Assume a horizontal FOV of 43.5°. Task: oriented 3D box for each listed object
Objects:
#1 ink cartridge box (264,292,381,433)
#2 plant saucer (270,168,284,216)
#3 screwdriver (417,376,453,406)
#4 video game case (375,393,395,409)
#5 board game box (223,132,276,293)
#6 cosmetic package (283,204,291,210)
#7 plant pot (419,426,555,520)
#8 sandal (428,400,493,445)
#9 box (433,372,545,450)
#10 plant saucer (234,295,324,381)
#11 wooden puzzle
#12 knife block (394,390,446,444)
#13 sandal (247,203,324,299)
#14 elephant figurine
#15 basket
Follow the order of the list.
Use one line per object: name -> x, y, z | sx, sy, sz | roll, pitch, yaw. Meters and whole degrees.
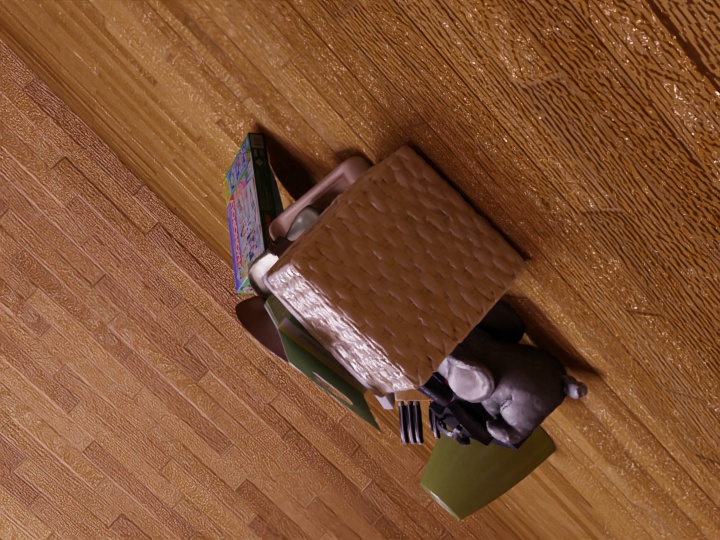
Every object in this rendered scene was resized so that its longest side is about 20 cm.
ink cartridge box -> -0.035, 0.096, 1.067 | 0.145, 0.048, 0.200 | 40, -178, -21
plant saucer -> -0.149, -0.072, 1.449 | 0.201, 0.039, 0.202 | -11, -90, -88
screwdriver -> 0.040, 0.114, 1.177 | 0.200, 0.028, 0.029 | 36, 163, -9
video game case -> 0.032, 0.115, 1.522 | 0.022, 0.182, 0.200 | -4, 151, 14
board game box -> -0.163, -0.084, 1.342 | 0.135, 0.029, 0.200 | -47, 47, 52
cosmetic package -> -0.068, -0.019, 1.575 | 0.200, 0.074, 0.102 | 36, 167, 28
plant pot -> 0.201, 0.325, 1.567 | 0.187, 0.200, 0.187 | 42, 169, 10
sandal -> 0.135, 0.220, 1.264 | 0.076, 0.043, 0.200 | 43, 172, 0
box -> 0.164, 0.142, 1.256 | 0.200, 0.106, 0.122 | 43, 171, -1
plant saucer -> -0.077, 0.086, 1.239 | 0.200, 0.037, 0.200 | 30, -168, -7
wooden puzzle -> -0.011, -0.026, 1.138 | 0.200, 0.037, 0.185 | -33, 90, 45
knife block -> 0.083, 0.177, 1.482 | 0.200, 0.176, 0.064 | 42, -164, 10
sandal -> -0.090, -0.010, 1.146 | 0.080, 0.057, 0.201 | 53, 135, 5
elephant figurine -> 0.146, 0.111, 1.114 | 0.200, 0.155, 0.142 | 39, -164, -10
basket -> 0.034, 0.001, 0.970 | 0.200, 0.198, 0.161 | 45, 165, -3
